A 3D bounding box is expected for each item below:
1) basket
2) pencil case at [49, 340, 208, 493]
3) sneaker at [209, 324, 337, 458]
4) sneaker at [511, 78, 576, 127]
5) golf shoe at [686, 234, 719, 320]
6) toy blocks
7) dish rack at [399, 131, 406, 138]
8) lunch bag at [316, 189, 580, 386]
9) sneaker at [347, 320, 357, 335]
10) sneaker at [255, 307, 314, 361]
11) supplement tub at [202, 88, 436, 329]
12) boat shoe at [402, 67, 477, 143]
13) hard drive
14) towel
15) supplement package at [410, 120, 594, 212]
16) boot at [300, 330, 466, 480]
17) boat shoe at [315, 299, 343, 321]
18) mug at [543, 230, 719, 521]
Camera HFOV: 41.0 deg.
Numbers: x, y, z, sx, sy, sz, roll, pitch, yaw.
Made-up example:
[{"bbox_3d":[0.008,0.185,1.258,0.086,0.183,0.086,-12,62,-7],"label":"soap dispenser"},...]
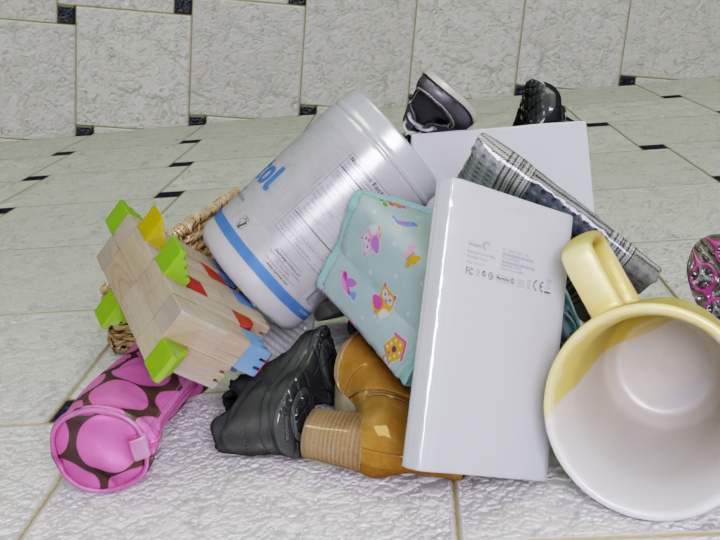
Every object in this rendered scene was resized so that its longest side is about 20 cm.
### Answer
[{"bbox_3d":[-0.220,-0.006,1.112,0.140,0.152,0.200,0,18,13],"label":"basket"},{"bbox_3d":[-0.185,0.112,0.832,0.092,0.092,0.200,6,21,8],"label":"pencil case"},{"bbox_3d":[-0.072,0.104,0.857,0.089,0.077,0.200,-10,11,17],"label":"sneaker"},{"bbox_3d":[0.227,-0.167,1.124,0.086,0.077,0.200,4,-10,2],"label":"sneaker"},{"bbox_3d":[0.343,0.055,0.783,0.201,0.073,0.092,53,20,21],"label":"golf shoe"},{"bbox_3d":[-0.141,0.035,0.831,0.136,0.100,0.200,32,13,-43],"label":"toy blocks"},{"bbox_3d":[0.030,-0.061,1.146,0.053,0.204,0.154,4,16,1],"label":"dish rack"},{"bbox_3d":[0.091,0.022,0.834,0.198,0.123,0.170,9,24,-35],"label":"lunch bag"},{"bbox_3d":[0.081,0.040,0.997,0.196,0.083,0.073,-1,19,15],"label":"sneaker"},{"bbox_3d":[-0.085,0.057,1.031,0.074,0.106,0.202,4,46,-2],"label":"sneaker"},{"bbox_3d":[-0.038,-0.056,0.904,0.200,0.132,0.132,-43,20,1],"label":"supplement tub"},{"bbox_3d":[0.079,-0.158,1.037,0.073,0.063,0.200,42,0,6],"label":"boat shoe"},{"bbox_3d":[0.097,0.047,0.705,0.130,0.204,0.026,13,-8,-36],"label":"hard drive"},{"bbox_3d":[0.166,-0.034,0.872,0.191,0.035,0.200,37,-13,5],"label":"towel"},{"bbox_3d":[0.153,-0.061,1.077,0.188,0.150,0.200,-3,-10,4],"label":"supplement package"},{"bbox_3d":[0.043,0.115,0.810,0.141,0.072,0.201,6,22,12],"label":"boot"},{"bbox_3d":[0.000,0.000,1.022,0.070,0.071,0.200,-11,-13,-27],"label":"boat shoe"},{"bbox_3d":[0.225,0.068,0.720,0.147,0.190,0.153,5,10,22],"label":"mug"}]
